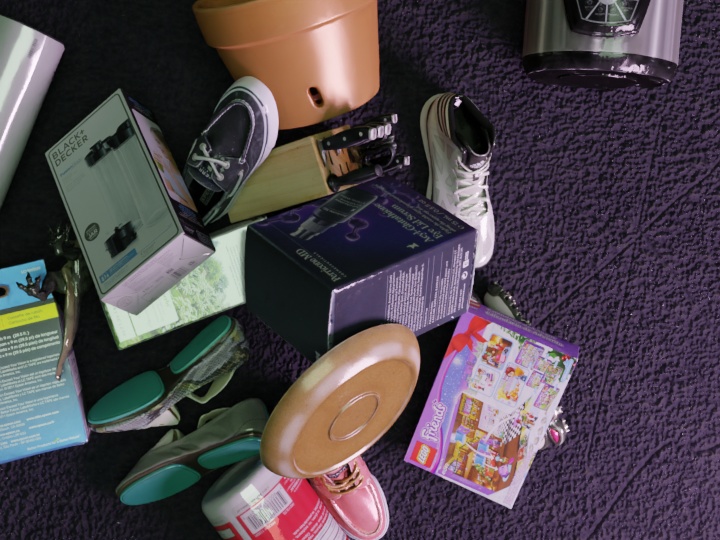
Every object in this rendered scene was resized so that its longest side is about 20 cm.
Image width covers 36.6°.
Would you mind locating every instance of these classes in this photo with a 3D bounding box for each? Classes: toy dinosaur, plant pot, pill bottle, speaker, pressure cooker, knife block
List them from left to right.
[{"bbox_3d":[-0.385,-0.160,1.149,0.080,0.081,0.203,22,91,-9],"label":"speaker"},{"bbox_3d":[-0.308,0.004,1.136,0.047,0.088,0.204,-1,66,22],"label":"toy dinosaur"},{"bbox_3d":[-0.078,0.302,1.206,0.112,0.112,0.201,-36,98,-4],"label":"pill bottle"},{"bbox_3d":[-0.063,-0.239,1.141,0.197,0.200,0.142,-19,113,-6],"label":"plant pot"},{"bbox_3d":[-0.052,-0.109,1.149,0.196,0.176,0.065,-18,95,-6],"label":"knife block"},{"bbox_3d":[-0.012,0.139,1.084,0.200,0.200,0.028,-43,59,-4],"label":"plant pot"},{"bbox_3d":[0.262,-0.306,1.182,0.174,0.177,0.204,3,94,-39],"label":"pressure cooker"}]

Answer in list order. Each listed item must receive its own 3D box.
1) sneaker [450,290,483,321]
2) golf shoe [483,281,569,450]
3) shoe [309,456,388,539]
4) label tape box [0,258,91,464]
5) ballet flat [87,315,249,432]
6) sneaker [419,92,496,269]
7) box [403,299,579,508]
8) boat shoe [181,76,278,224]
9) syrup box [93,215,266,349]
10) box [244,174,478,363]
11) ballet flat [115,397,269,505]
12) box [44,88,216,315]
[{"bbox_3d":[0.042,0.051,1.233,0.196,0.079,0.091,-3,111,-8],"label":"sneaker"},{"bbox_3d":[0.170,0.117,1.248,0.087,0.077,0.203,-20,96,1],"label":"golf shoe"},{"bbox_3d":[-0.027,0.227,1.218,0.071,0.091,0.202,-30,97,-4],"label":"shoe"},{"bbox_3d":[-0.382,0.100,1.175,0.141,0.063,0.204,-12,95,-8],"label":"label tape box"},{"bbox_3d":[-0.204,0.132,1.203,0.199,0.072,0.073,-35,98,-3],"label":"ballet flat"},{"bbox_3d":[0.113,-0.097,1.203,0.074,0.115,0.205,-14,96,-7],"label":"sneaker"},{"bbox_3d":[0.144,0.150,1.214,0.135,0.039,0.203,23,112,6],"label":"box"},{"bbox_3d":[-0.148,-0.113,1.132,0.072,0.201,0.068,40,44,2],"label":"boat shoe"},{"bbox_3d":[-0.183,0.010,1.187,0.197,0.081,0.080,-21,98,-8],"label":"syrup box"},{"bbox_3d":[0.000,0.000,1.118,0.198,0.147,0.106,-23,131,-35],"label":"box"},{"bbox_3d":[-0.185,0.199,1.210,0.197,0.067,0.065,-25,52,13],"label":"ballet flat"},{"bbox_3d":[-0.240,-0.071,1.118,0.116,0.060,0.202,-35,60,14],"label":"box"}]
